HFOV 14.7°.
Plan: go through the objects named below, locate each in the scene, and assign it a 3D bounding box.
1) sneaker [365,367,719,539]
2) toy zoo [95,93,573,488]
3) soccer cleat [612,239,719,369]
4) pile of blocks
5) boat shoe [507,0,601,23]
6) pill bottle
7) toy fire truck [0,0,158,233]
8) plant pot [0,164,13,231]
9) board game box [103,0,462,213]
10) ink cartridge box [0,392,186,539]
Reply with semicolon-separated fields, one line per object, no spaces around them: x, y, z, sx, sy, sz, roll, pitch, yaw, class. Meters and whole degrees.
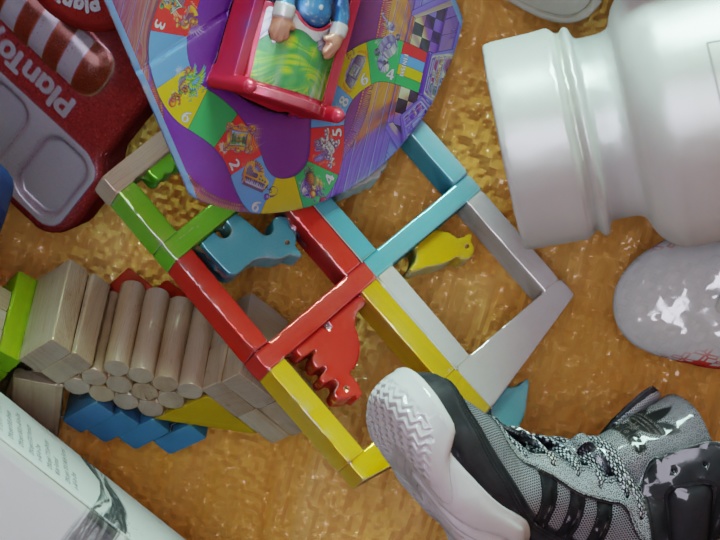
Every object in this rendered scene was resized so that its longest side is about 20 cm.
0.085;0.080;1.157;0.114;0.075;0.200;-42;131;-5;sneaker
0.000;0.000;1.194;0.131;0.020;0.200;-39;87;-22;toy zoo
0.206;0.009;1.172;0.200;0.085;0.069;0;91;4;soccer cleat
-0.118;0.032;1.221;0.200;0.082;0.062;13;49;-5;pile of blocks
0.036;-0.190;1.196;0.200;0.057;0.067;41;134;-1;boat shoe
0.157;-0.072;1.160;0.200;0.114;0.115;-12;90;5;pill bottle
-0.155;-0.134;1.196;0.200;0.112;0.168;41;112;4;toy fire truck
-0.277;-0.006;1.065;0.200;0.180;0.200;16;74;20;plant pot
-0.023;-0.118;1.133;0.158;0.039;0.200;-37;119;-27;board game box
-0.144;0.156;1.179;0.200;0.084;0.145;40;95;-15;ink cartridge box
